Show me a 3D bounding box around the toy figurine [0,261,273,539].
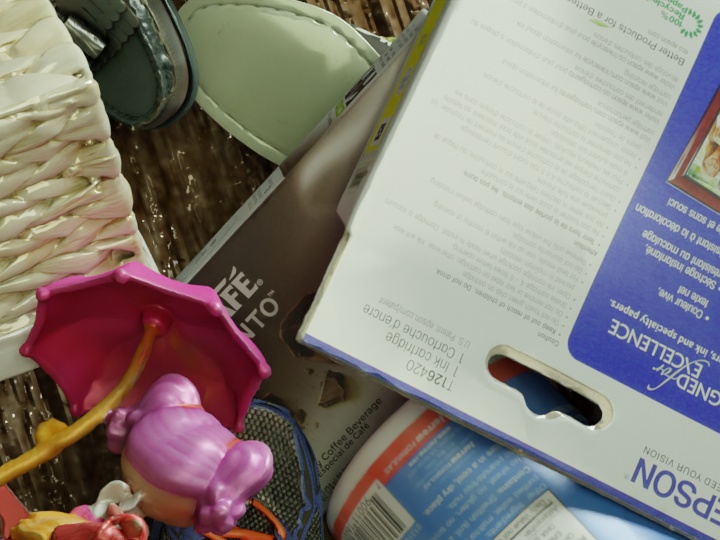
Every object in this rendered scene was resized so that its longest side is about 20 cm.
[{"bbox_3d":[-0.105,0.082,0.654,0.184,0.150,0.200,-41,51,-16],"label":"toy figurine"}]

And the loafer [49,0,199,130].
[{"bbox_3d":[-0.151,-0.140,0.793,0.072,0.063,0.200,-39,87,28],"label":"loafer"}]

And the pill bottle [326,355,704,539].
[{"bbox_3d":[0.089,0.135,0.732,0.112,0.112,0.200,-39,71,-16],"label":"pill bottle"}]

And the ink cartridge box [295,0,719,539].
[{"bbox_3d":[0.097,-0.020,0.715,0.197,0.047,0.201,27,83,-12],"label":"ink cartridge box"}]

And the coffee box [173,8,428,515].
[{"bbox_3d":[0.000,0.000,0.782,0.113,0.080,0.200,43,97,-8],"label":"coffee box"}]

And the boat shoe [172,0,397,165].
[{"bbox_3d":[0.006,-0.073,0.839,0.201,0.061,0.072,24,102,-5],"label":"boat shoe"}]

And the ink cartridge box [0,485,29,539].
[{"bbox_3d":[-0.221,0.158,0.745,0.200,0.067,0.116,-39,94,-16],"label":"ink cartridge box"}]

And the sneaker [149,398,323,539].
[{"bbox_3d":[-0.052,0.140,0.695,0.075,0.078,0.201,14,63,-7],"label":"sneaker"}]

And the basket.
[{"bbox_3d":[-0.195,-0.030,0.719,0.199,0.136,0.124,-20,132,-17],"label":"basket"}]

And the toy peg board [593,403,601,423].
[{"bbox_3d":[0.220,0.115,0.817,0.199,0.098,0.200,-3,83,-36],"label":"toy peg board"}]
